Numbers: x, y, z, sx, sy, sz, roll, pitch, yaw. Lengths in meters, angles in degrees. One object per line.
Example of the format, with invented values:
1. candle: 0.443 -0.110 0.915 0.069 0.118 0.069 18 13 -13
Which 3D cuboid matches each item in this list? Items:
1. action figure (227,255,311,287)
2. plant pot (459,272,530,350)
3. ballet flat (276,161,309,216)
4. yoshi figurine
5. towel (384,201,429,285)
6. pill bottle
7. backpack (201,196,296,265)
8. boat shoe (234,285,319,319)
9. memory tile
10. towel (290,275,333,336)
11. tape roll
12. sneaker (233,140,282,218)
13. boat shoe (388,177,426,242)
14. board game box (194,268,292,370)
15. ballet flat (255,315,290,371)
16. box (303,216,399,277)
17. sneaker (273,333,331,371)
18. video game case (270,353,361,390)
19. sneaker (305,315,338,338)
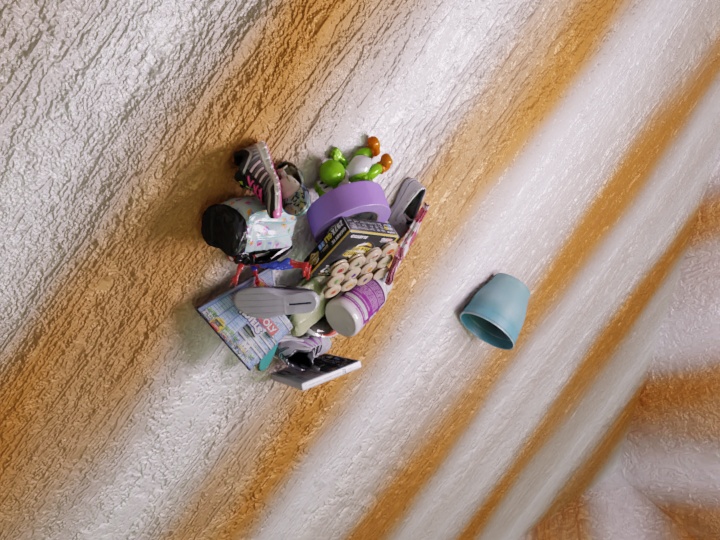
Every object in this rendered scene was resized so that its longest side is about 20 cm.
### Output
1. action figure: -0.221 0.008 1.504 0.065 0.195 0.101 61 44 -76
2. plant pot: 0.451 0.120 2.123 0.190 0.198 0.201 -56 138 -17
3. ballet flat: -0.156 -0.185 1.432 0.072 0.201 0.076 -6 118 -11
4. yoshi figurine: -0.023 -0.246 1.564 0.198 0.112 0.114 -32 117 -16
5. towel: 0.125 -0.070 1.734 0.202 0.022 0.145 -59 173 -31
6. pill bottle: 0.002 0.076 1.744 0.200 0.110 0.114 -43 140 -40
7. backpack: -0.231 -0.097 1.447 0.197 0.166 0.129 -9 123 -44
8. boat shoe: -0.193 0.072 1.524 0.195 0.071 0.074 3 99 -5
9. memory tile: 0.000 0.000 1.630 0.197 0.017 0.154 -22 154 -27
10. towel: -0.113 0.067 1.685 0.199 0.036 0.151 -38 140 -42
11. tape roll: -0.028 -0.134 1.573 0.196 0.067 0.201 -20 163 -6
12. sneaker: -0.220 -0.187 1.386 0.086 0.203 0.074 -13 151 -14
13. boat shoe: 0.115 -0.146 1.757 0.072 0.067 0.204 3 114 -39
14. board game box: -0.255 0.098 1.565 0.200 0.061 0.201 -44 104 -17
15. ballet flat: -0.230 0.152 1.658 0.070 0.070 0.204 22 93 -44
16. box: -0.021 -0.052 1.585 0.160 0.050 0.198 -44 154 27
17. sneaker: -0.135 0.226 1.730 0.197 0.139 0.079 -2 112 -38
18. video game case: -0.121 0.267 1.740 0.179 0.199 0.024 -18 98 -30
19. sneaker: -0.080 0.131 1.781 0.197 0.076 0.084 -5 105 -46
